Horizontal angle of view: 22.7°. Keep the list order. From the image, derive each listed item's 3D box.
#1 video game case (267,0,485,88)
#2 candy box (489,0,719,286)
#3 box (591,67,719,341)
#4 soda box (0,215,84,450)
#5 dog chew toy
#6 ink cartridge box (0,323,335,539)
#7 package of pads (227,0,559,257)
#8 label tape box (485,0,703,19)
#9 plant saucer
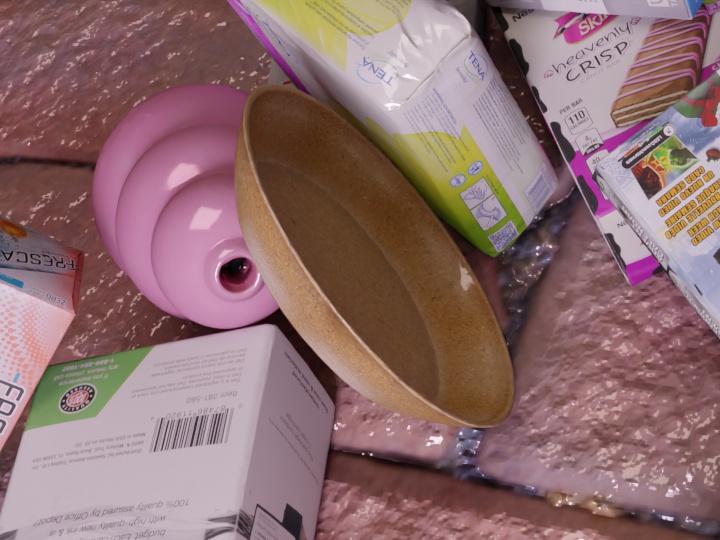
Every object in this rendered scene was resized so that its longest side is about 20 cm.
[{"bbox_3d":[0.011,-0.162,1.132,0.142,0.018,0.201,-14,48,22],"label":"video game case"},{"bbox_3d":[0.162,-0.104,0.957,0.136,0.061,0.201,-27,43,7],"label":"candy box"},{"bbox_3d":[0.227,-0.054,0.836,0.199,0.040,0.137,-37,82,-3],"label":"box"},{"bbox_3d":[-0.219,0.067,0.960,0.201,0.068,0.064,-58,19,25],"label":"soda box"},{"bbox_3d":[-0.079,-0.028,0.967,0.124,0.125,0.200,-35,22,0],"label":"dog chew toy"},{"bbox_3d":[-0.103,0.138,0.891,0.145,0.085,0.201,-10,48,24],"label":"ink cartridge box"},{"bbox_3d":[0.009,-0.115,0.974,0.068,0.155,0.200,-44,51,-4],"label":"package of pads"},{"bbox_3d":[0.122,-0.214,0.992,0.199,0.066,0.144,10,56,42],"label":"label tape box"},{"bbox_3d":[0.000,0.000,0.876,0.035,0.200,0.201,-37,41,20],"label":"plant saucer"}]
